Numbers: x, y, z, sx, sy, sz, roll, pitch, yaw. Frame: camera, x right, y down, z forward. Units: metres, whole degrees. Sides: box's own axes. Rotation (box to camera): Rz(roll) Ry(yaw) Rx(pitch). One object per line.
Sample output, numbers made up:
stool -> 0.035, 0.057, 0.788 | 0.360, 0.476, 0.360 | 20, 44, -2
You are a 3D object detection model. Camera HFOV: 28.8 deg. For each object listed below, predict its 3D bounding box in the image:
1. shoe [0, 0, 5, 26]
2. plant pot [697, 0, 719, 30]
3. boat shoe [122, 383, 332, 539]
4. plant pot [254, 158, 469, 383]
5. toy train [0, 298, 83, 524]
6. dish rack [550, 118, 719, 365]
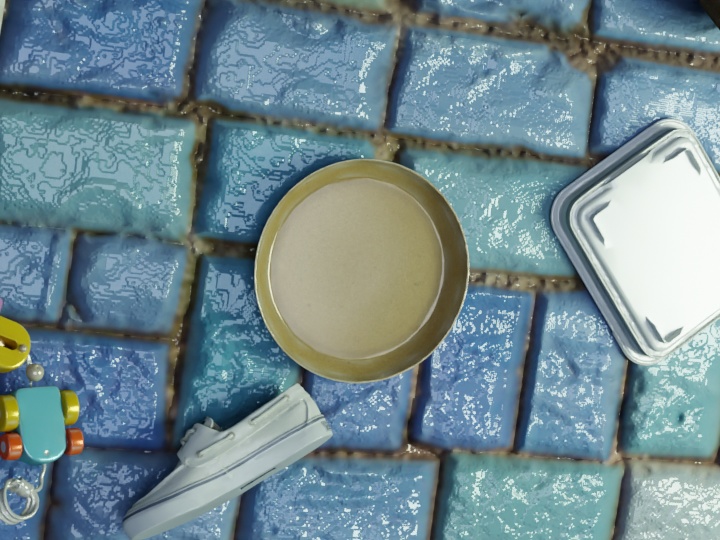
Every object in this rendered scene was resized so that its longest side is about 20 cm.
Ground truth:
shoe -> -0.313, -0.232, 1.121 | 0.069, 0.053, 0.201 | 1, 97, -16
plant pot -> 0.331, -0.329, 1.241 | 0.200, 0.187, 0.187 | 42, 85, -2
boat shoe -> -0.126, 0.164, 1.230 | 0.199, 0.071, 0.070 | -30, 77, -6
plant pot -> 0.000, 0.000, 1.257 | 0.199, 0.027, 0.201 | -2, 98, -15
toy train -> -0.322, 0.107, 1.145 | 0.200, 0.056, 0.150 | 51, 52, -15
dish rack -> 0.290, -0.024, 1.327 | 0.171, 0.044, 0.201 | -35, 104, -8
